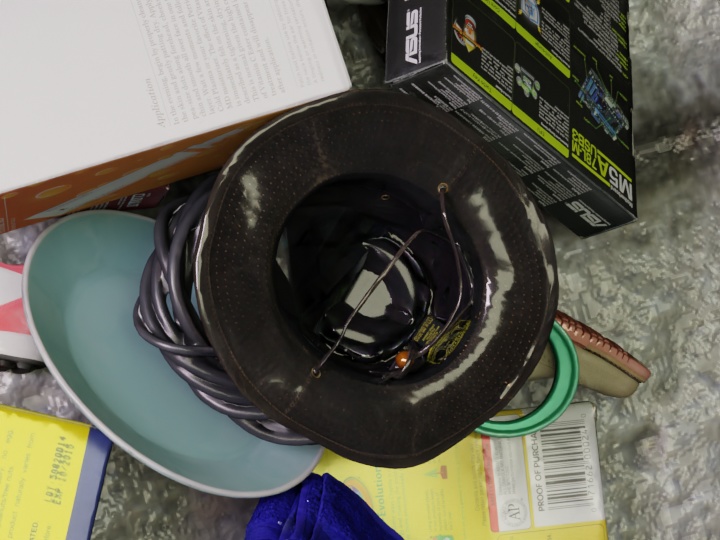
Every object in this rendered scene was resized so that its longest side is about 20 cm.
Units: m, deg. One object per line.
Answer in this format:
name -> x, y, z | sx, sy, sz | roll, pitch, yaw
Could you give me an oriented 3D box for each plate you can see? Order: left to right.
plate -> -0.105, 0.049, 1.130 | 0.200, 0.200, 0.026 | 39, 120, -6

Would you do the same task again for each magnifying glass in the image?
magnifying glass -> 0.028, 0.044, 1.165 | 0.199, 0.022, 0.080 | 13, 95, -2

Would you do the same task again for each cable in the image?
cable -> -0.027, 0.016, 1.123 | 0.199, 0.051, 0.164 | -16, 93, -17

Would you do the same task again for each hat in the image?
hat -> 0.000, 0.000, 1.066 | 0.199, 0.081, 0.202 | -2, 97, -20

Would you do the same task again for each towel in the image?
towel -> -0.001, 0.181, 1.056 | 0.147, 0.200, 0.050 | 39, 106, -4

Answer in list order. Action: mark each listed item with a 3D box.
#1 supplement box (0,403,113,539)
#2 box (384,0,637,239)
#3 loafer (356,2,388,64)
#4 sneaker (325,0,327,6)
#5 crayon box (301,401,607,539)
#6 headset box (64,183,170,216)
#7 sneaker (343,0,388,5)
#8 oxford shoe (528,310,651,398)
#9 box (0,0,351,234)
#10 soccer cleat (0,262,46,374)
supplement box -> -0.245, 0.119, 1.101 | 0.199, 0.109, 0.110 | 14, 81, -12
box -> 0.090, -0.146, 1.158 | 0.200, 0.047, 0.194 | 33, 51, -44
loafer -> 0.033, -0.156, 1.222 | 0.076, 0.067, 0.201 | -14, 71, -6
sneaker -> -0.059, -0.085, 1.185 | 0.082, 0.072, 0.201 | -3, 76, -24
crayon box -> 0.044, 0.149, 1.195 | 0.199, 0.051, 0.128 | -4, 84, -14
headset box -> -0.197, -0.105, 1.155 | 0.199, 0.077, 0.150 | -6, 85, -12
sneaker -> -0.002, -0.242, 1.173 | 0.074, 0.087, 0.201 | -4, 60, -1
oxford shoe -> 0.073, 0.047, 1.212 | 0.199, 0.071, 0.074 | 19, 93, -3
box -> -0.119, -0.098, 1.061 | 0.199, 0.124, 0.098 | -17, 85, -10
soccer cleat -> -0.266, 0.005, 1.132 | 0.199, 0.068, 0.074 | 12, 80, -16
